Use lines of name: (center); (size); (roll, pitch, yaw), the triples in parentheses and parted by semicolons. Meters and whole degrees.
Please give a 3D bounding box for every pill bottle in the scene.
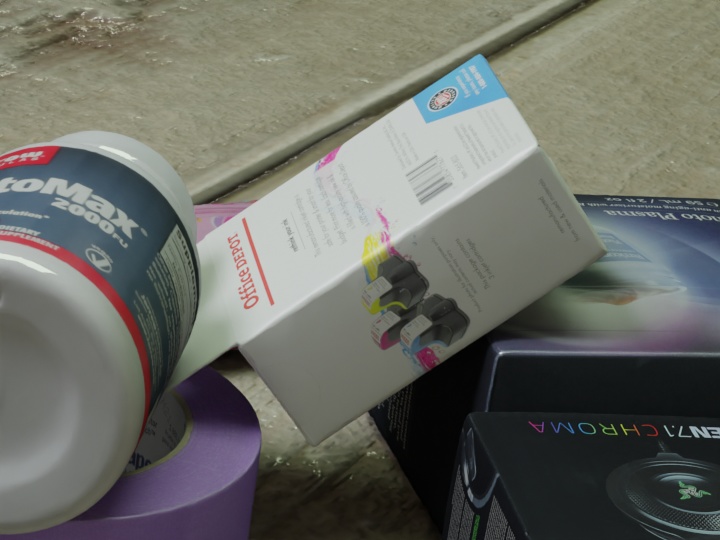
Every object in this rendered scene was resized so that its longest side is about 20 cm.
pill bottle: (-0.130, 0.014, 0.980); (0.118, 0.121, 0.200); (10, 21, 3)

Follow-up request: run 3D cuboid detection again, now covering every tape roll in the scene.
tape roll: (-0.145, 0.089, 1.035); (0.198, 0.066, 0.200); (7, 22, -3)

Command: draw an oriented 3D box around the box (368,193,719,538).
box: (0.120, 0.050, 1.158); (0.198, 0.124, 0.199); (1, 24, -18)

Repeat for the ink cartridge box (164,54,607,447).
ink cartridge box: (0.000, 0.000, 1.071); (0.199, 0.068, 0.115); (-33, 27, 5)

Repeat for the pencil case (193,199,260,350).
pencil case: (-0.065, -0.001, 1.263); (0.199, 0.088, 0.087); (-6, 26, -34)

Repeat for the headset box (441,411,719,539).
headset box: (0.139, 0.146, 0.965); (0.172, 0.094, 0.200); (3, 23, -12)
